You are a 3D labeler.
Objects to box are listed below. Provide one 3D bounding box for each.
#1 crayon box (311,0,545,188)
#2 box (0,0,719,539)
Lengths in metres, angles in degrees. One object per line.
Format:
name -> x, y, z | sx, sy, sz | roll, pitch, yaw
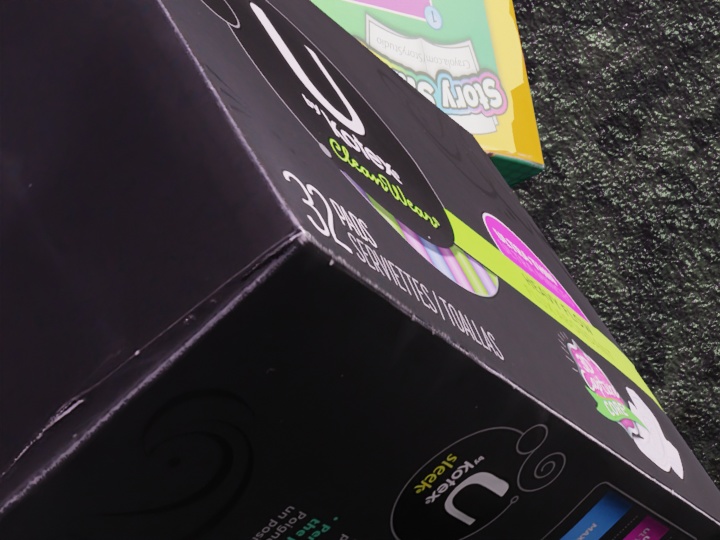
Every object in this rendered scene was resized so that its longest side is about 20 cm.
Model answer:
crayon box -> -0.044, -0.084, 0.655 | 0.199, 0.058, 0.119 | 9, 65, -44
box -> -0.032, 0.018, 0.540 | 0.200, 0.124, 0.149 | 33, 20, -52
